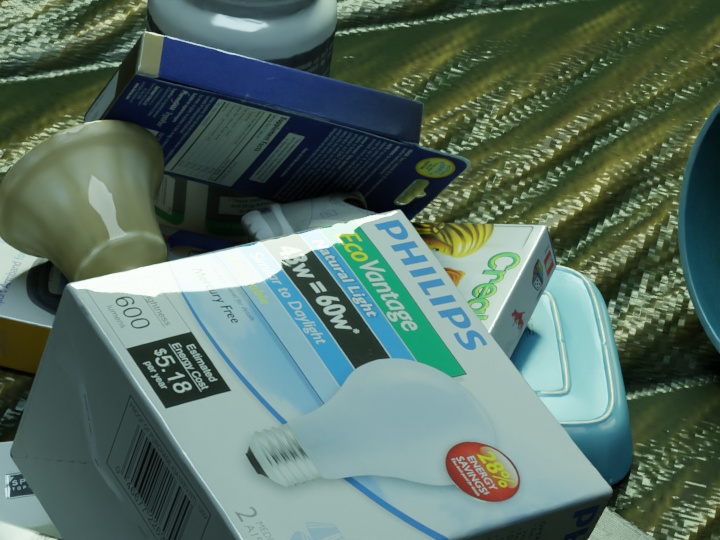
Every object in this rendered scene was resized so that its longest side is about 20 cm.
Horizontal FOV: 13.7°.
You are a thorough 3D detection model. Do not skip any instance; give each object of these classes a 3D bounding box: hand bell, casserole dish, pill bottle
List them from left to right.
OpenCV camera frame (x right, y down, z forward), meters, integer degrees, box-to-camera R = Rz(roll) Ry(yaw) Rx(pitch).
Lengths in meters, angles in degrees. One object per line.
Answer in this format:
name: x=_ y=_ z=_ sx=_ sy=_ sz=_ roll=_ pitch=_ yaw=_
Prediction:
hand bell: x=-0.116 y=0.025 z=1.628 sx=0.104 sy=0.104 sz=0.200 roll=-13 pitch=53 yaw=-26
pill bottle: x=-0.073 y=-0.124 z=1.784 sx=0.113 sy=0.201 sz=0.113 roll=6 pitch=36 yaw=-4
casserole dish: x=0.094 y=0.053 z=1.717 sx=0.121 sy=0.039 sz=0.200 roll=4 pitch=36 yaw=-6

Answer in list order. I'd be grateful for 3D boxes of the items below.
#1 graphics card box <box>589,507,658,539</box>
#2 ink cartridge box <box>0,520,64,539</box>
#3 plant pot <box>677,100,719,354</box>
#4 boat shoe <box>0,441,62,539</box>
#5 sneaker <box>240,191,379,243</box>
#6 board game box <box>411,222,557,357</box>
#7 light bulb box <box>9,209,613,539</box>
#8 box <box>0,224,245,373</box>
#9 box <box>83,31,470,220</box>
graphics card box: x=0.058 y=0.176 z=1.533 sx=0.125 sy=0.051 sz=0.200 roll=31 pitch=43 yaw=29
ink cartridge box: x=-0.161 y=0.202 z=1.426 sx=0.199 sy=0.084 sz=0.144 roll=17 pitch=38 yaw=10
plant pot: x=0.321 y=-0.027 z=1.756 sx=0.187 sy=0.201 sz=0.200 roll=-5 pitch=36 yaw=-43
boat shoe: x=-0.136 y=0.124 z=1.528 sx=0.199 sy=0.068 sz=0.072 roll=-7 pitch=61 yaw=2
sneaker: x=0.000 y=0.000 z=1.638 sx=0.082 sy=0.075 sz=0.200 roll=-27 pitch=33 yaw=-9
board game box: x=0.019 y=0.044 z=1.669 sx=0.126 sy=0.035 sz=0.200 roll=1 pitch=38 yaw=25
light bulb box: x=-0.025 y=0.095 z=1.419 sx=0.199 sy=0.125 sz=0.198 roll=-14 pitch=53 yaw=-35
box: x=-0.157 y=0.014 z=1.720 sx=0.199 sy=0.042 sz=0.119 roll=14 pitch=37 yaw=3
box: x=-0.048 y=-0.076 z=1.698 sx=0.199 sy=0.121 sz=0.033 roll=15 pitch=66 yaw=-16
